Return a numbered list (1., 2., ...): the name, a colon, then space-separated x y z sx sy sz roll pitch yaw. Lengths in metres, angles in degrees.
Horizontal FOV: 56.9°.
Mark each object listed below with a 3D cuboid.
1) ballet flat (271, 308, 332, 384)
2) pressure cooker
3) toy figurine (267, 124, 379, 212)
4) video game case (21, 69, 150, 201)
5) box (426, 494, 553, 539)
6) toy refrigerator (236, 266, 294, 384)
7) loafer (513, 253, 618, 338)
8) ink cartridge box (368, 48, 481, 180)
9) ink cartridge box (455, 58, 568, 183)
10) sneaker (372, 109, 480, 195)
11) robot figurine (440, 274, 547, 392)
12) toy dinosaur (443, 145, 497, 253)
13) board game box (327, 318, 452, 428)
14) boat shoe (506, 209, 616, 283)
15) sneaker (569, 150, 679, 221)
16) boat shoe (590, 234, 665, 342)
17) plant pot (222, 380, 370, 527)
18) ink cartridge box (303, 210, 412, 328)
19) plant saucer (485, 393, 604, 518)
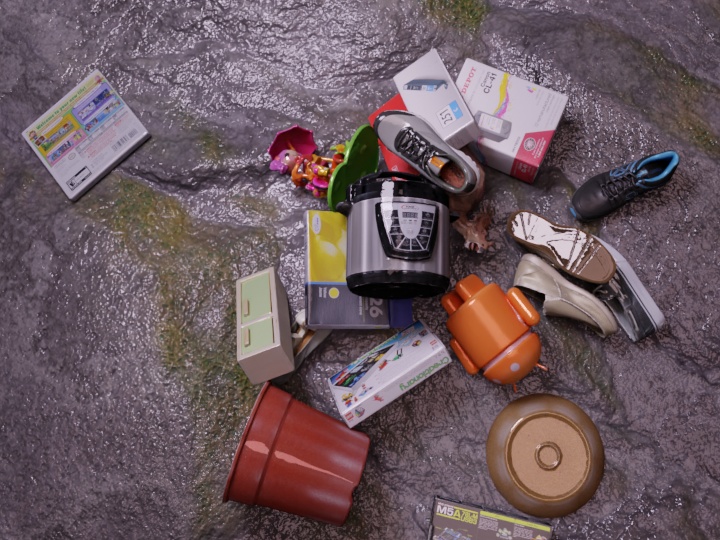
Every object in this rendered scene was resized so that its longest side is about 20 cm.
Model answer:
1. ballet flat: -0.103 0.112 1.161 0.067 0.064 0.201 35 84 38
2. pressure cooker: 0.058 -0.062 1.076 0.176 0.175 0.204 -6 76 33
3. toy figurine: -0.087 -0.188 1.183 0.181 0.152 0.200 15 38 20
4. video game case: -0.540 -0.268 1.307 0.199 0.022 0.183 -41 78 -2
5. box: 0.197 0.486 1.074 0.196 0.048 0.197 10 78 8
6. toy refrigerator: -0.164 0.086 1.118 0.075 0.071 0.201 -19 39 5
7. loafer: 0.344 0.054 1.134 0.199 0.076 0.069 39 86 21
8. ink cartridge box: 0.098 -0.268 1.169 0.175 0.045 0.202 -32 53 18
9. ink cartridge box: 0.252 -0.270 1.197 0.197 0.086 0.149 24 81 10
10. sneaker: 0.106 -0.191 1.060 0.199 0.079 0.074 35 109 4
11. robot figurine: 0.223 0.103 1.110 0.143 0.117 0.201 -37 78 -3
12. toy dinosaur: 0.188 -0.136 1.169 0.133 0.086 0.204 13 89 7
13. board game box: 0.044 0.167 1.111 0.198 0.126 0.035 -33 111 -2
14. boat shoe: 0.342 -0.038 1.129 0.199 0.065 0.073 31 91 29
15. sneaker: 0.457 -0.155 1.156 0.198 0.082 0.074 -29 79 1
16. boat shoe: 0.430 0.031 1.126 0.071 0.072 0.201 -36 80 -7
17. plant pot: -0.095 0.307 1.072 0.192 0.201 0.204 20 81 1
18. ink cartridge box: 0.000 0.000 1.158 0.196 0.047 0.201 0 78 -13
19. plant saucer: 0.309 0.307 1.103 0.196 0.035 0.204 -1 78 5
